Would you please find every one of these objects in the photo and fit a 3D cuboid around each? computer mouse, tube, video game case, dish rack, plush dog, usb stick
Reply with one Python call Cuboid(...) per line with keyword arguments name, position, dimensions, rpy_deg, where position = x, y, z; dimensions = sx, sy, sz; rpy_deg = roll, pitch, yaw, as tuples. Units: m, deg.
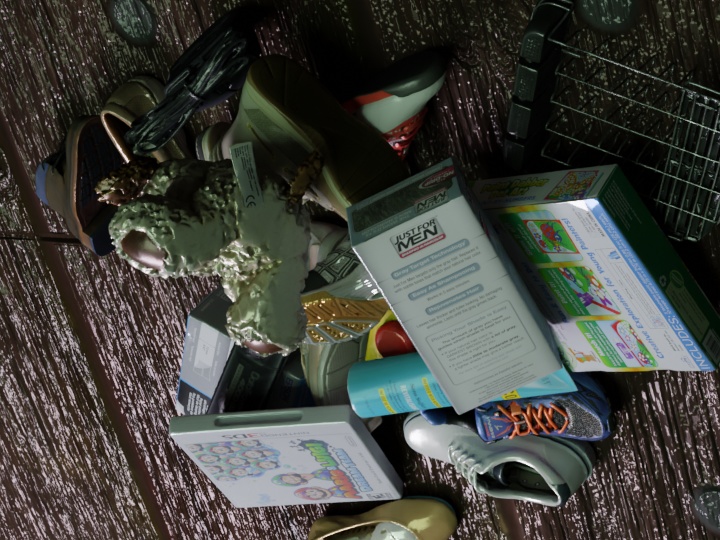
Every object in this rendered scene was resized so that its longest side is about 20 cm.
Cuboid(name="computer mouse", position=(-0.128, -0.165, 1.571), dimensions=(0.138, 0.200, 0.053), rpy_deg=(-41, 104, 16))
Cuboid(name="tube", position=(0.087, 0.093, 1.624), dimensions=(0.199, 0.051, 0.078), rpy_deg=(-11, 135, 26))
Cuboid(name="video game case", position=(-0.069, 0.186, 1.799), dimensions=(0.181, 0.024, 0.200), rpy_deg=(-5, 151, 15))
Cuboid(name="dish rack", position=(0.208, -0.114, 1.445), dimensions=(0.199, 0.055, 0.154), rpy_deg=(24, 135, 19))
Cuboid(name="plush dog", position=(-0.119, -0.045, 1.510), dimensions=(0.200, 0.161, 0.172), rpy_deg=(39, 169, -35))
Cuboid(name="usb stick", position=(-0.108, 0.106, 1.779), dimensions=(0.055, 0.033, 0.200), rpy_deg=(30, 133, 5))

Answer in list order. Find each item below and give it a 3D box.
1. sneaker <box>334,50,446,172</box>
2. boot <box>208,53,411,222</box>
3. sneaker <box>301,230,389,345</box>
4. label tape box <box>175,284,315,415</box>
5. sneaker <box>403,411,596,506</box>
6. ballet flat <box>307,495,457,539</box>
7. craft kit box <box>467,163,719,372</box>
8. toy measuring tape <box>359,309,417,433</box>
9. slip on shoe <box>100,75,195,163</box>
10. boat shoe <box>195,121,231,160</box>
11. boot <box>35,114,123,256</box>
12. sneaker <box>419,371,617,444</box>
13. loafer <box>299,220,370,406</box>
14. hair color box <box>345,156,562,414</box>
Cuboid(name="sneaker", position=(0.028, -0.112, 1.575), dimensions=(0.201, 0.067, 0.108), rpy_deg=(-21, 109, 48))
Cuboid(name="boot", position=(-0.042, -0.070, 1.568), dimensions=(0.200, 0.072, 0.155), rpy_deg=(47, 143, 8))
Cuboid(name="sneaker", position=(0.000, 0.000, 1.646), dimensions=(0.199, 0.088, 0.076), rpy_deg=(-22, 141, 24))
Cuboid(name="label tape box", position=(-0.085, 0.124, 1.843), dimensions=(0.200, 0.066, 0.144), rpy_deg=(31, 135, 18))
Cuboid(name="sneaker", position=(0.119, 0.171, 1.716), dimensions=(0.199, 0.071, 0.073), rpy_deg=(7, 126, 33))
Cuboid(name="ballet flat", position=(0.018, 0.281, 1.884), dimensions=(0.200, 0.063, 0.069), rpy_deg=(-20, 116, 45))
Cuboid(name="craft kit box", position=(0.178, 0.005, 1.517), dimensions=(0.197, 0.049, 0.200), rpy_deg=(-6, 131, 45))
Cuboid(name="toy measuring tape", position=(0.042, 0.086, 1.708), dimensions=(0.073, 0.074, 0.201), rpy_deg=(25, 130, 20))
Cuboid(name="slip on shoe", position=(-0.186, -0.088, 1.760), dimensions=(0.076, 0.061, 0.201), rpy_deg=(-3, 120, 39))
Cuboid(name="boat shoe", position=(-0.116, -0.047, 1.732), dimensions=(0.065, 0.072, 0.200), rpy_deg=(-4, 125, 34))
Cuboid(name="boot", position=(-0.289, -0.099, 1.808), dimensions=(0.097, 0.075, 0.200), rpy_deg=(33, 150, 20))
Cuboid(name="sneaker", position=(0.140, 0.128, 1.661), dimensions=(0.199, 0.078, 0.076), rpy_deg=(6, 127, 34))
Cuboid(name="loafer", position=(-0.028, 0.047, 1.739), dimensions=(0.063, 0.072, 0.201), rpy_deg=(25, 124, 44))
Cuboid(name="hair color box", position=(0.077, 0.015, 1.487), dimensions=(0.099, 0.061, 0.200), rpy_deg=(-25, 125, 11))
